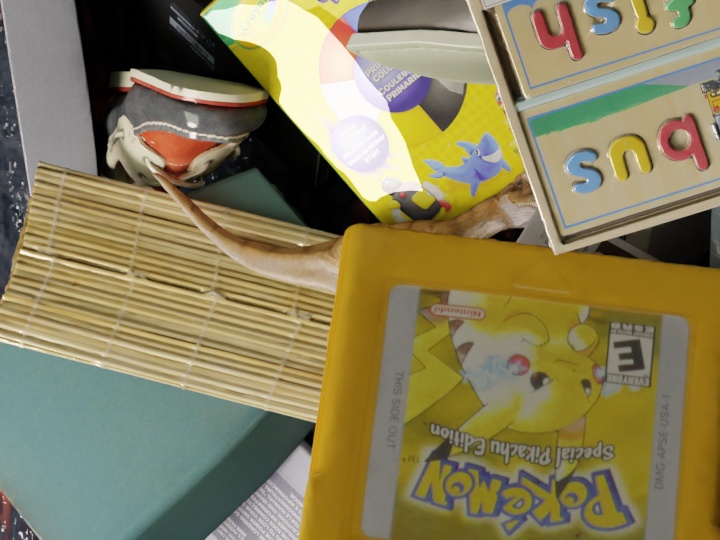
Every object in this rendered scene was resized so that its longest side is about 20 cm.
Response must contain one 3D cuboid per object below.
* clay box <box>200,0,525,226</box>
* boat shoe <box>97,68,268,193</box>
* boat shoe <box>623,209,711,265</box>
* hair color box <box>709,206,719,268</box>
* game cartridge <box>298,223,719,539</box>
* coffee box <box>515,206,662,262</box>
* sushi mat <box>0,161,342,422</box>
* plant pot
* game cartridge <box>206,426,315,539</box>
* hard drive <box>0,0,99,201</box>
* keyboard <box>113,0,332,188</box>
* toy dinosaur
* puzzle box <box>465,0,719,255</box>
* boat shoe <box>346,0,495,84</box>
[{"bbox_3d":[0.014,-0.108,1.285,0.115,0.048,0.200,-39,96,26],"label":"clay box"},{"bbox_3d":[-0.096,-0.069,1.356,0.200,0.071,0.063,-171,92,-73],"label":"boat shoe"},{"bbox_3d":[0.150,-0.092,1.223,0.064,0.071,0.200,31,120,36],"label":"boat shoe"},{"bbox_3d":[0.211,-0.086,1.146,0.061,0.099,0.200,-140,46,-64],"label":"hair color box"},{"bbox_3d":[0.067,0.084,1.111,0.176,0.200,0.032,7,154,2],"label":"game cartridge"},{"bbox_3d":[0.154,0.061,1.208,0.200,0.114,0.080,30,81,17],"label":"coffee box"},{"bbox_3d":[-0.075,0.014,1.304,0.200,0.096,0.012,14,161,2],"label":"sushi mat"},{"bbox_3d":[-0.096,0.049,1.371,0.200,0.141,0.141,-41,77,0],"label":"plant pot"},{"bbox_3d":[-0.057,0.129,1.469,0.200,0.041,0.133,43,122,18],"label":"game cartridge"},{"bbox_3d":[-0.169,-0.122,1.417,0.042,0.135,0.200,-8,105,-4],"label":"hard drive"},{"bbox_3d":[-0.081,-0.138,1.381,0.200,0.021,0.127,43,156,17],"label":"keyboard"},{"bbox_3d":[0.000,0.000,1.280,0.200,0.060,0.106,-7,62,15],"label":"toy dinosaur"},{"bbox_3d":[0.152,-0.096,1.086,0.200,0.025,0.133,-18,107,9],"label":"puzzle box"},{"bbox_3d":[0.079,-0.119,1.184,0.201,0.072,0.061,2,81,42],"label":"boat shoe"}]
